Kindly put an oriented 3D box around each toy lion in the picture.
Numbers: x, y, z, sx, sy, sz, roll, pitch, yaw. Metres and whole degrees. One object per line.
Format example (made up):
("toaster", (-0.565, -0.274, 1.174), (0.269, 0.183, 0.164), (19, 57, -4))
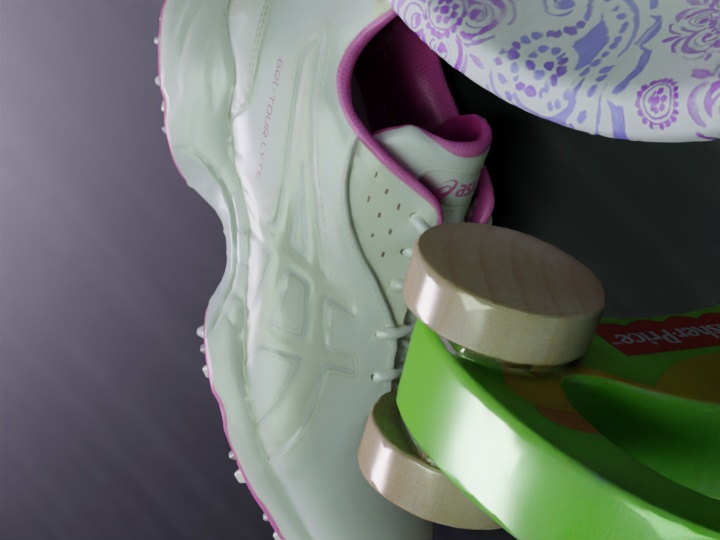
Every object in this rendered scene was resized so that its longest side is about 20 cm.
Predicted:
("toy lion", (0.128, 0.054, 0.673), (0.192, 0.200, 0.069), (39, 122, 43))

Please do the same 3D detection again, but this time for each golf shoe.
("golf shoe", (0.000, 0.000, 0.821), (0.091, 0.075, 0.200), (-7, 100, 33))

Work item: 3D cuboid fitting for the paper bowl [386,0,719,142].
("paper bowl", (0.090, -0.138, 0.696), (0.201, 0.104, 0.201), (11, 110, 34))
